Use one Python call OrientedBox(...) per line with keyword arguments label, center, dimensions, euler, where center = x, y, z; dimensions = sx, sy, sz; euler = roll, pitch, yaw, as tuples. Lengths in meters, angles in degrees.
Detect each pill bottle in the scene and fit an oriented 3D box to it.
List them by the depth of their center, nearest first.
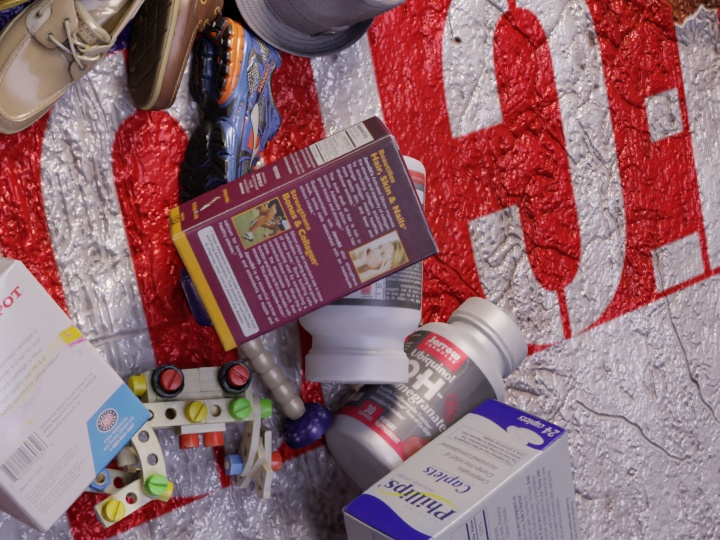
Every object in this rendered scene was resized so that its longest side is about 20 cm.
OrientedBox(label="pill bottle", center=(0.000, 0.000, 1.412), dimensions=(0.115, 0.115, 0.203), euler=(6, 83, -35))
OrientedBox(label="pill bottle", center=(0.068, 0.121, 1.488), dimensions=(0.200, 0.110, 0.111), euler=(-45, 117, -23))

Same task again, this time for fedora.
OrientedBox(label="fedora", center=(-0.017, -0.278, 1.374), dimensions=(0.199, 0.090, 0.179), euler=(-1, 95, -51))

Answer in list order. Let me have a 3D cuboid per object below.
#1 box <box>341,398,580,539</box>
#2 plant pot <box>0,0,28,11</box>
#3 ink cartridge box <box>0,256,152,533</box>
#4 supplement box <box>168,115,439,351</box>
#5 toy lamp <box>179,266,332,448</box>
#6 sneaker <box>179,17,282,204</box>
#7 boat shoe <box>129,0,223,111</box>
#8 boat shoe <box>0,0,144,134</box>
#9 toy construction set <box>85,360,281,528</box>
OrientedBox(label="box", center=(0.098, 0.251, 1.413), dimensions=(0.199, 0.104, 0.186), euler=(-32, 125, -32))
OrientedBox(label="plant pot", center=(-0.274, -0.312, 1.180), dimensions=(0.199, 0.200, 0.143), euler=(-31, 82, -28))
OrientedBox(label="ink cartridge box", center=(-0.290, 0.082, 1.227), dimensions=(0.129, 0.125, 0.201), euler=(-47, 118, -22))
OrientedBox(label="supplement box", center=(-0.048, -0.033, 1.299), dimensions=(0.198, 0.086, 0.111), euler=(-25, 110, -1))
OrientedBox(label="toy lamp", center=(-0.095, 0.071, 1.403), dimensions=(0.058, 0.058, 0.201), euler=(-46, 117, -22))
OrientedBox(label="sneaker", center=(-0.105, -0.117, 1.370), dimensions=(0.078, 0.075, 0.203), euler=(5, 93, -38))
OrientedBox(label="boat shoe", center=(-0.146, -0.231, 1.329), dimensions=(0.067, 0.072, 0.203), euler=(15, 84, -32))
OrientedBox(label="boat shoe", center=(-0.236, -0.195, 1.274), dimensions=(0.072, 0.065, 0.201), euler=(48, 68, -28))
OrientedBox(label="toy construction set", center=(-0.146, 0.149, 1.353), dimensions=(0.198, 0.092, 0.133), euler=(2, 78, -40))
